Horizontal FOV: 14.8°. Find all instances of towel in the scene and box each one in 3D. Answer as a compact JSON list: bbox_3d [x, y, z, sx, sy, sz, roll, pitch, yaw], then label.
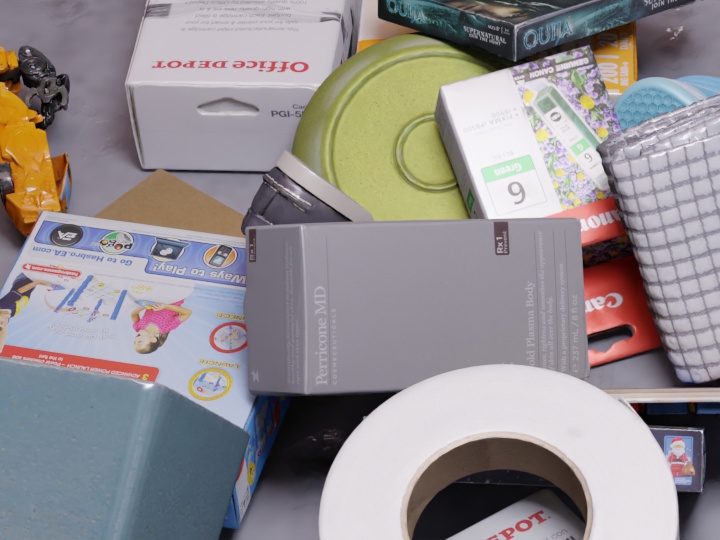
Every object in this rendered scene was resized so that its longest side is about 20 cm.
[{"bbox_3d":[0.266,-0.037,1.752,0.199,0.166,0.086,-19,15,1],"label":"towel"}]

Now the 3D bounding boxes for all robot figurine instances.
[{"bbox_3d":[-0.270,-0.084,1.958,0.144,0.058,0.200,-10,43,-6],"label":"robot figurine"}]

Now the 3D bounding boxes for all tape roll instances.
[{"bbox_3d":[0.077,0.142,1.533,0.202,0.037,0.203,-3,53,4],"label":"tape roll"}]

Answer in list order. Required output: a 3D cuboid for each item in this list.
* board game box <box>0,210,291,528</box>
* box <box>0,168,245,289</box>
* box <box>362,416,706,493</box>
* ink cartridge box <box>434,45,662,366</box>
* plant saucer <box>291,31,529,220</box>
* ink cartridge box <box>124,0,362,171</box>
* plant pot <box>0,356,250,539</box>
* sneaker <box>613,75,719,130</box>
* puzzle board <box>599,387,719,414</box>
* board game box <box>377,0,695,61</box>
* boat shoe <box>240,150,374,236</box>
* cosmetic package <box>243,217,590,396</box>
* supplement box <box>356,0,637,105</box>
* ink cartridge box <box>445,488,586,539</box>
[{"bbox_3d":[-0.142,0.059,1.758,0.199,0.056,0.196,8,47,16],"label":"board game box"},{"bbox_3d":[-0.119,0.018,1.854,0.200,0.021,0.163,29,53,32],"label":"box"},{"bbox_3d":[0.107,0.109,1.660,0.199,0.038,0.137,2,-2,8],"label":"box"},{"bbox_3d":[0.131,-0.038,1.808,0.109,0.050,0.201,-16,71,-9],"label":"ink cartridge box"},{"bbox_3d":[0.051,-0.075,1.867,0.199,0.031,0.201,-1,71,2],"label":"plant saucer"},{"bbox_3d":[-0.080,-0.164,2.008,0.146,0.083,0.200,2,43,8],"label":"ink cartridge box"},{"bbox_3d":[-0.194,0.160,1.565,0.195,0.196,0.201,8,80,14],"label":"plant pot"},{"bbox_3d":[0.270,-0.067,1.876,0.200,0.080,0.131,41,21,8],"label":"sneaker"},{"bbox_3d":[0.154,0.080,1.700,0.199,0.017,0.151,0,-2,4],"label":"puzzle board"},{"bbox_3d":[0.129,-0.195,1.932,0.200,0.028,0.135,-21,30,-39],"label":"board game box"},{"bbox_3d":[0.000,0.000,1.769,0.063,0.200,0.073,-51,37,0],"label":"boat shoe"},{"bbox_3d":[0.033,0.021,1.690,0.199,0.107,0.090,-4,1,-30],"label":"cosmetic package"},{"bbox_3d":[0.097,-0.135,1.967,0.199,0.074,0.126,-1,41,5],"label":"supplement box"},{"bbox_3d":[0.105,0.232,1.549,0.146,0.083,0.200,-26,45,-23],"label":"ink cartridge box"}]
